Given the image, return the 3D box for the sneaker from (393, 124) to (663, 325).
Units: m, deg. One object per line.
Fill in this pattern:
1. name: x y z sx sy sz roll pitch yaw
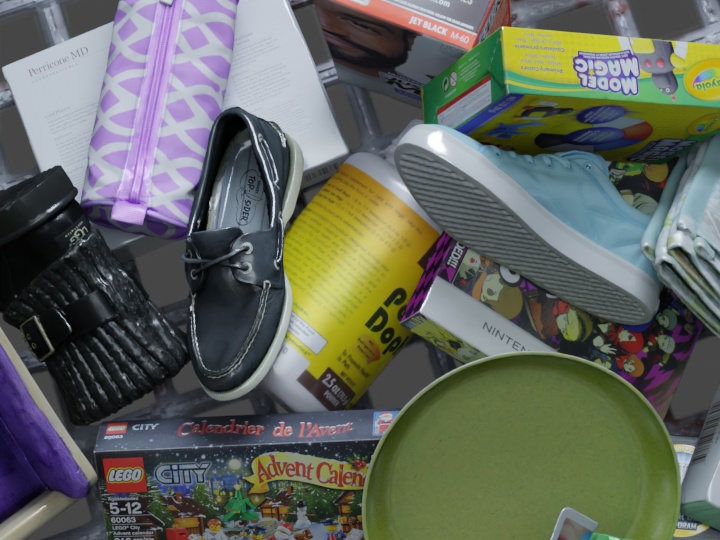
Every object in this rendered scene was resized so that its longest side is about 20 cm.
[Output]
1. sneaker: 0.109 -0.046 1.492 0.200 0.074 0.082 34 62 -24

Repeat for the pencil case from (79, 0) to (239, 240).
1. pencil case: -0.129 -0.120 1.581 0.084 0.085 0.200 10 80 -8

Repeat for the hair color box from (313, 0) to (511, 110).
1. hair color box: 0.037 -0.158 1.567 0.111 0.200 0.064 21 80 9

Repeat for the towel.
1. towel: 0.263 -0.005 1.520 0.171 0.200 0.048 41 124 -5

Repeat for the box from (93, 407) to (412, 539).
1. box: -0.063 0.159 1.552 0.200 0.038 0.137 -3 119 4

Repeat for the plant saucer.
1. plant saucer: 0.098 0.139 1.502 0.200 0.031 0.200 -2 108 -6

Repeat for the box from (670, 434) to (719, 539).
1. box: 0.144 0.182 1.566 0.200 0.044 0.161 5 79 6

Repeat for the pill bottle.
1. pill bottle: 0.000 0.000 1.583 0.109 0.109 0.200 39 84 11

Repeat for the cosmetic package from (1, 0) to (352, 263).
1. cosmetic package: -0.124 -0.104 1.646 0.200 0.052 0.151 -22 79 0

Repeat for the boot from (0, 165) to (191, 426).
1. boot: -0.213 0.029 1.587 0.079 0.211 0.158 -44 106 -33

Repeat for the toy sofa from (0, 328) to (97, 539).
1. toy sofa: -0.258 0.081 1.524 0.083 0.098 0.200 -36 103 -23

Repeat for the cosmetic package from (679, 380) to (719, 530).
1. cosmetic package: 0.309 0.142 1.520 0.200 0.074 0.102 23 78 -5

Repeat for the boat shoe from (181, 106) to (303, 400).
1. boat shoe: -0.081 -0.017 1.527 0.074 0.066 0.200 -4 58 29

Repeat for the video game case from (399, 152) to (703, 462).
1. video game case: 0.141 -0.005 1.552 0.181 0.036 0.200 33 65 -14

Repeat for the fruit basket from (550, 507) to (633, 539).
1. fruit basket: 0.148 0.265 1.440 0.094 0.185 0.200 -4 61 46

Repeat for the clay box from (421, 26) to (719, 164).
1. clay box: 0.152 -0.105 1.499 0.200 0.115 0.048 3 74 -23
